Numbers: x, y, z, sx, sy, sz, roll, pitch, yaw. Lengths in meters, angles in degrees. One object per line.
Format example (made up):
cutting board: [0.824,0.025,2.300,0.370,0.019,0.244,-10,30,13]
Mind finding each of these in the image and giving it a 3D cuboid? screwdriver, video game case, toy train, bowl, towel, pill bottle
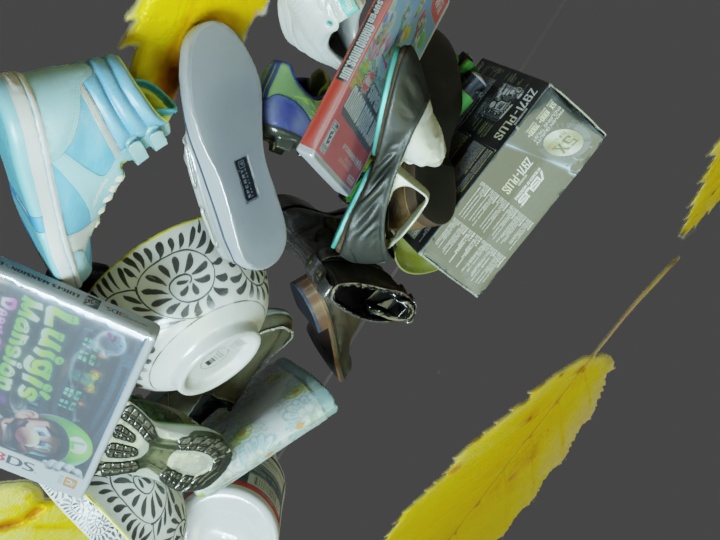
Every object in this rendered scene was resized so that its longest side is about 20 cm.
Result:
screwdriver: [-0.206,0.004,0.827,0.028,0.029,0.199,-56,156,21]
video game case: [-0.277,0.084,0.710,0.181,0.023,0.201,24,120,-11]
toy train: [0.053,-0.137,0.910,0.200,0.056,0.042,-48,149,9]
bowl: [-0.154,0.052,0.826,0.200,0.094,0.201,-33,159,-14]
towel: [-0.123,0.172,0.991,0.171,0.048,0.200,-36,-168,-13]
video game case: [0.016,-0.166,0.732,0.201,0.017,0.143,-63,167,-2]
pill bottle: [-0.148,0.270,1.046,0.120,0.119,0.200,-47,-172,7]
bowl: [-0.241,0.223,0.906,0.094,0.200,0.201,-46,154,-30]

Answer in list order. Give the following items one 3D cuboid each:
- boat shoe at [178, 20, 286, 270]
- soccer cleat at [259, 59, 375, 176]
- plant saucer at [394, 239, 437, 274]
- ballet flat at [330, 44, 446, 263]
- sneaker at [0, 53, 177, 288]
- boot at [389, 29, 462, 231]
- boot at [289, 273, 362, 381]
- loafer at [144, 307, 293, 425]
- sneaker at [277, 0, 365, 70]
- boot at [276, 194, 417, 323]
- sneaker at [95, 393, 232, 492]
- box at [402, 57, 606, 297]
boat shoe: [-0.117,-0.097,0.721,0.073,0.065,0.202,-22,111,-41]
soccer cleat: [-0.028,-0.137,0.812,0.200,0.064,0.084,8,97,-61]
plant saucer: [0.111,-0.082,1.074,0.199,0.031,0.201,-31,148,-22]
ballet flat: [0.033,-0.090,0.752,0.068,0.068,0.201,-72,-179,-56]
sneaker: [-0.196,-0.073,0.676,0.130,0.080,0.201,-25,146,-25]
boot: [0.049,-0.134,0.843,0.073,0.202,0.075,16,162,-34]
boot: [-0.013,0.058,1.059,0.097,0.075,0.201,-32,146,-12]
loafer: [-0.147,0.122,0.985,0.200,0.070,0.075,-40,150,-5]
sneaker: [-0.033,-0.226,0.664,0.075,0.089,0.200,-39,150,-6]
boot: [0.000,0.000,0.880,0.199,0.174,0.070,9,115,-43]
sneaker: [-0.218,0.146,0.835,0.200,0.089,0.077,34,92,-39]
box: [0.122,-0.100,0.903,0.086,0.164,0.200,34,97,-25]
